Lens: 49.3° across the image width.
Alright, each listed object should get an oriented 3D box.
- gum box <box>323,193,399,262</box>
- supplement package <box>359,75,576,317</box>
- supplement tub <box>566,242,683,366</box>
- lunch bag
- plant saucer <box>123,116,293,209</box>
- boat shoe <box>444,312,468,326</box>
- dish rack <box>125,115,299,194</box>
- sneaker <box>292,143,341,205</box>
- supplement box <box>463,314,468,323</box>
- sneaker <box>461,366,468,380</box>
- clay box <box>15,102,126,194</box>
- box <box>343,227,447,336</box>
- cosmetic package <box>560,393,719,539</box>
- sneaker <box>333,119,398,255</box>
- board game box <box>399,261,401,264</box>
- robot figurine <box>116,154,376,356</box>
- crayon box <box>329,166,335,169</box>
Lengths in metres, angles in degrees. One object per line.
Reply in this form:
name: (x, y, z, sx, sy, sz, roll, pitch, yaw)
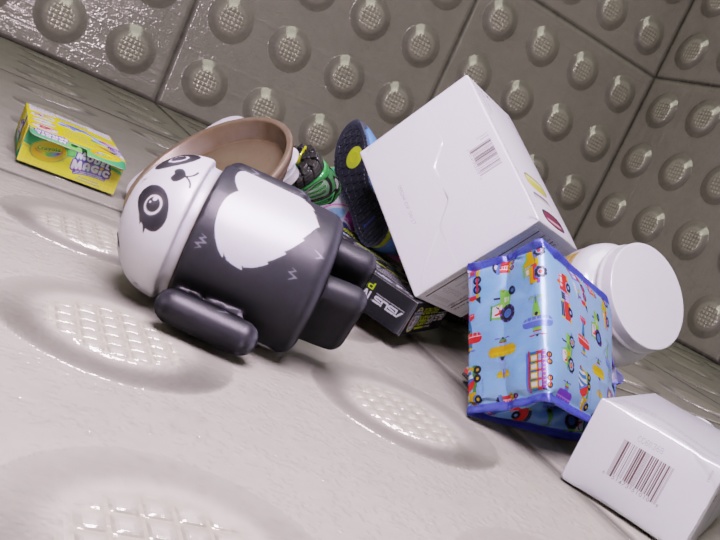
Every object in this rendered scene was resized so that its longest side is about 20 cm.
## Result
gum box: (-0.039, -0.054, 1.052, 0.200, 0.114, 0.066, 25, 8, -1)
supplement package: (0.116, -0.079, 0.871, 0.111, 0.156, 0.200, 24, 40, -52)
supplement tub: (0.267, 0.050, 0.949, 0.144, 0.145, 0.200, 21, -23, -27)
lunch bag: (0.200, 0.080, 0.761, 0.200, 0.151, 0.094, 23, -30, -38)
plant saucer: (-0.161, -0.099, 0.850, 0.200, 0.200, 0.030, 34, -24, 47)
boat shoe: (0.147, 0.043, 1.132, 0.060, 0.072, 0.201, 16, 1, 9)
dish rack: (-0.169, -0.101, 0.914, 0.200, 0.171, 0.044, 35, -23, 49)
sneaker: (-0.114, -0.084, 0.976, 0.200, 0.078, 0.085, -13, -39, 32)
supplement box: (0.173, -0.021, 0.996, 0.061, 0.109, 0.200, 49, 24, -13)
sneaker: (0.206, 0.107, 0.842, 0.199, 0.094, 0.070, 20, 10, -29)
clay box: (-0.356, -0.148, 0.957, 0.115, 0.048, 0.200, 20, 11, -28)
box: (0.000, 0.000, 0.913, 0.200, 0.044, 0.160, 34, 10, 17)
cosmetic package: (0.272, 0.170, 0.697, 0.113, 0.081, 0.200, 31, 9, 34)
sneaker: (0.023, -0.103, 0.997, 0.078, 0.066, 0.200, 13, 48, -41)
board game box: (0.084, -0.014, 1.193, 0.199, 0.035, 0.135, 5, 2, 19)
robot figurine: (-0.090, -0.012, 0.621, 0.200, 0.125, 0.150, 24, 6, -8)
crayon box: (0.034, -0.091, 1.137, 0.200, 0.058, 0.119, 5, -35, 37)
